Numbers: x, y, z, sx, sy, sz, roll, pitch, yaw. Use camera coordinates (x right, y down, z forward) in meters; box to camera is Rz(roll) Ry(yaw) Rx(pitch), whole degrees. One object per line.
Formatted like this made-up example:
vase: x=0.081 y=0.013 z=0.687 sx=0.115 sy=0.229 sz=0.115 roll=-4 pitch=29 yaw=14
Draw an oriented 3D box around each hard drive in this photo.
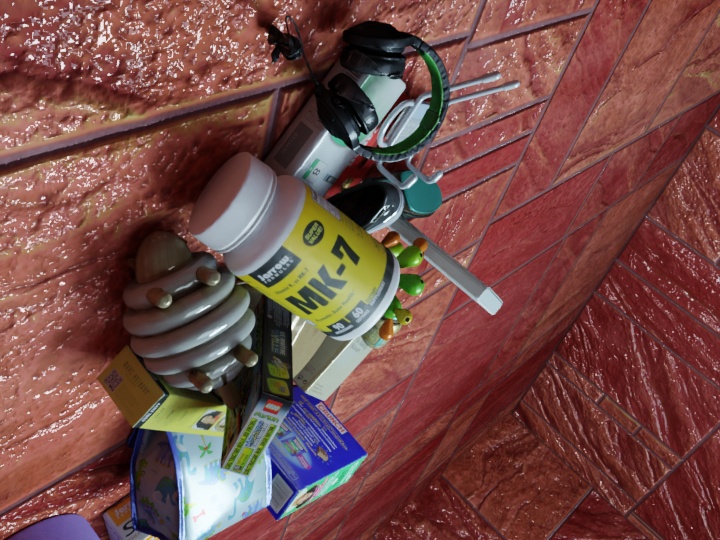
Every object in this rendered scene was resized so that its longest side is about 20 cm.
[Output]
hard drive: x=0.112 y=-0.017 z=1.042 sx=0.026 sy=0.200 sz=0.132 roll=-50 pitch=157 yaw=3

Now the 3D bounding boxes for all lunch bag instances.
lunch bag: x=-0.215 y=0.243 z=0.976 sx=0.170 sy=0.127 sz=0.201 roll=-14 pitch=111 yaw=-53

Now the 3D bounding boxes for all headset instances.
headset: x=0.003 y=-0.175 z=0.679 sx=0.199 sy=0.094 sz=0.124 roll=21 pitch=105 yaw=-30

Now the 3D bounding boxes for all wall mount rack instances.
wall mount rack: x=0.103 y=-0.183 z=0.886 sx=0.174 sy=0.075 sz=0.200 roll=-53 pitch=169 yaw=21

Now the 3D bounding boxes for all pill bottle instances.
pill bottle: x=-0.065 y=-0.023 z=0.730 sx=0.200 sy=0.114 sz=0.114 roll=36 pitch=97 yaw=-30

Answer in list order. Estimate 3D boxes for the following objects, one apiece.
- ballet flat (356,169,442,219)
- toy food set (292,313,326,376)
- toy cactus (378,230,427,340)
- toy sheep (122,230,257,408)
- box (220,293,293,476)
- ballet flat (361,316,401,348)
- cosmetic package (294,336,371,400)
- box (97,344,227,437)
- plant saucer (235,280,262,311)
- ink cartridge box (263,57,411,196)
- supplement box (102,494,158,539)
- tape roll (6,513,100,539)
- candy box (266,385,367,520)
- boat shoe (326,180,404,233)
ballet flat: x=0.038 y=-0.097 z=0.956 sx=0.068 sy=0.068 sz=0.200 roll=-14 pitch=177 yaw=31
toy food set: x=-0.077 y=0.068 z=0.989 sx=0.198 sy=0.049 sz=0.200 roll=-52 pitch=166 yaw=-33
toy cactus: x=0.000 y=0.000 z=0.905 sx=0.200 sy=0.164 sz=0.103 roll=-62 pitch=170 yaw=-54
toy sheep: x=-0.166 y=0.054 z=0.719 sx=0.138 sy=0.138 sz=0.201 roll=-30 pitch=110 yaw=-36
box: x=-0.113 y=0.116 z=0.807 sx=0.110 sy=0.035 sz=0.200 roll=-60 pitch=-161 yaw=23
ballet flat: x=0.012 y=0.042 z=1.019 sx=0.070 sy=0.200 sz=0.071 roll=-4 pitch=118 yaw=-7
cosmetic package: x=-0.027 y=0.105 z=1.154 sx=0.200 sy=0.073 sz=0.104 roll=-47 pitch=157 yaw=-1
box: x=-0.200 y=0.140 z=0.810 sx=0.050 sy=0.075 sz=0.200 roll=-46 pitch=158 yaw=2
plant saucer: x=-0.189 y=0.082 z=0.875 sx=0.200 sy=0.035 sz=0.201 roll=-39 pitch=154 yaw=-22
ink cartridge box: x=-0.003 y=-0.149 z=0.830 sx=0.161 sy=0.050 sz=0.200 roll=-52 pitch=155 yaw=9
supplement box: x=-0.310 y=0.399 z=1.110 sx=0.126 sy=0.073 sz=0.200 roll=-34 pitch=153 yaw=-32
tape roll: x=-0.428 y=0.412 z=0.936 sx=0.200 sy=0.066 sz=0.200 roll=-40 pitch=156 yaw=-21
candy box: x=-0.108 y=0.282 z=1.163 sx=0.200 sy=0.169 sz=0.077 roll=-7 pitch=138 yaw=-57
boat shoe: x=-0.045 y=-0.045 z=0.825 sx=0.199 sy=0.070 sz=0.066 roll=-24 pitch=168 yaw=15
